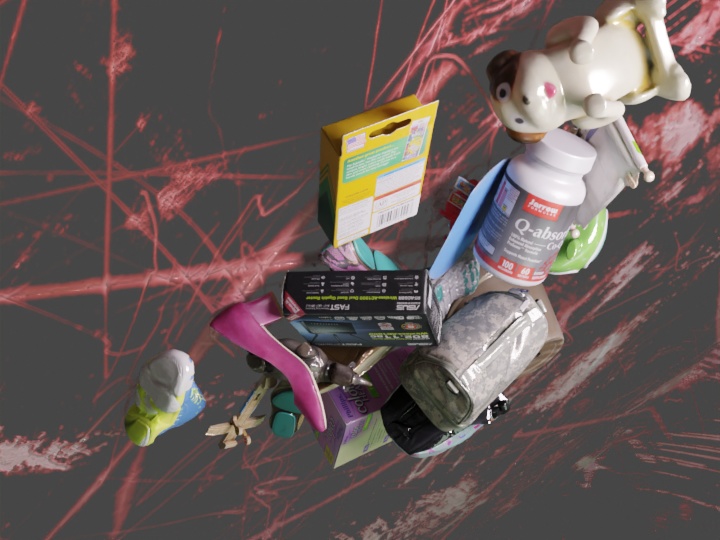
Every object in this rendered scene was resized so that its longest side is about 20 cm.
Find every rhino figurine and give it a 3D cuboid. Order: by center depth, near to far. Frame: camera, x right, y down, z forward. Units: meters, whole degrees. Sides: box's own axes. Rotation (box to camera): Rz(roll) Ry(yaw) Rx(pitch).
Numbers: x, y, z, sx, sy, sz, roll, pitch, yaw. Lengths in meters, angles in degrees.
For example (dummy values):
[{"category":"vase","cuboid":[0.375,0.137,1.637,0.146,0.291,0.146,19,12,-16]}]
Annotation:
[{"category":"rhino figurine","cuboid":[-0.077,0.134,1.170,0.088,0.197,0.061,84,21,-78]}]

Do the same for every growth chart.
[{"category":"growth chart","cuboid":[0.316,-0.139,1.136,0.017,0.147,0.200,-7,158,-23]}]

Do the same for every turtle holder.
[{"category":"turtle holder","cuboid":[0.316,-0.085,1.279,0.139,0.189,0.131,-10,164,31]}]

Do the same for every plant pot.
[{"category":"plant pot","cuboid":[0.252,0.082,1.411,0.198,0.175,0.201,-24,150,-15]}]

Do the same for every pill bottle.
[{"category":"pill bottle","cuboid":[0.242,-0.090,1.143,0.115,0.116,0.202,-8,130,-38]}]

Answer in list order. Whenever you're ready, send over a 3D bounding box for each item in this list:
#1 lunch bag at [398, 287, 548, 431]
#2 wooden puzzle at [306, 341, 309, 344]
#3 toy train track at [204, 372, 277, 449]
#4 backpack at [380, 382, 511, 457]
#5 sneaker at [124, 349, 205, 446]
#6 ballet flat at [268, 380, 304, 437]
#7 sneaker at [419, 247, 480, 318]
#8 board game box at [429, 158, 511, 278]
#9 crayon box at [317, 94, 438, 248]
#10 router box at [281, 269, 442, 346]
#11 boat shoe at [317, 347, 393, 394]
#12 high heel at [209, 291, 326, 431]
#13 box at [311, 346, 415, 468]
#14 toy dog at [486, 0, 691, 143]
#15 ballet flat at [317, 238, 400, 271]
[{"category":"lunch bag","cuboid":[0.175,0.125,1.219,0.199,0.140,0.168,-38,178,-24]},{"category":"wooden puzzle","cuboid":[-0.006,0.096,1.316,0.200,0.037,0.184,-49,148,17]},{"category":"toy train track","cuboid":[-0.183,0.241,1.354,0.114,0.033,0.201,-5,140,-42]},{"category":"backpack","cuboid":[0.134,0.227,1.365,0.199,0.168,0.127,-36,152,2]},{"category":"sneaker","cuboid":[-0.254,0.162,1.132,0.104,0.076,0.200,-20,159,-47]},{"category":"ballet flat","cuboid":[-0.113,0.208,1.338,0.070,0.071,0.201,-19,155,-24]},{"category":"sneaker","cuboid":[0.117,0.015,1.281,0.199,0.090,0.079,-34,126,-45]},{"category":"board game box","cuboid":[0.145,-0.083,1.173,0.158,0.039,0.202,-31,152,-54]},{"category":"crayon box","cuboid":[0.016,-0.125,0.970,0.124,0.052,0.201,-23,151,-19]},{"category":"router box","cuboid":[0.006,0.055,1.118,0.196,0.063,0.150,-1,159,13]},{"category":"boat shoe","cuboid":[-0.016,0.136,1.255,0.199,0.072,0.065,-34,149,-16]},{"category":"high heel","cuboid":[-0.119,0.133,1.082,0.095,0.202,0.067,-25,177,-11]},{"category":"box","cuboid":[0.024,0.248,1.513,0.198,0.097,0.177,-20,149,-24]},{"category":"toy dog","cuboid":[0.245,-0.236,0.962,0.198,0.194,0.141,-25,116,-5]},{"category":"ballet flat","cuboid":[0.000,0.000,1.146,0.070,0.070,0.200,-22,152,18]}]
